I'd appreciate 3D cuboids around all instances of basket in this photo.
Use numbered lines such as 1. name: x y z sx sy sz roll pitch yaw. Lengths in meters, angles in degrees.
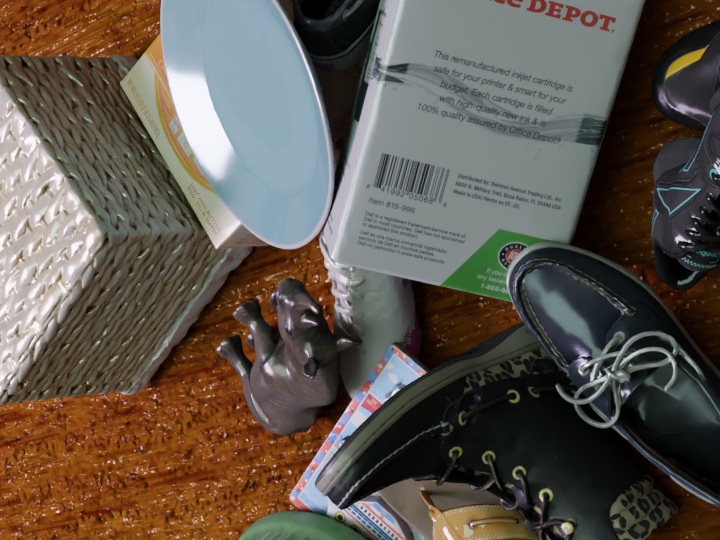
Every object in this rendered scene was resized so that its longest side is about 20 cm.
1. basket: -0.221 -0.033 1.112 0.199 0.160 0.200 52 120 21

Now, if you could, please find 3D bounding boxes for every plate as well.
1. plate: -0.068 -0.112 0.943 0.200 0.025 0.202 40 143 39

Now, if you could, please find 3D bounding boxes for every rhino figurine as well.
1. rhino figurine: -0.046 0.057 1.003 0.088 0.059 0.200 58 158 11

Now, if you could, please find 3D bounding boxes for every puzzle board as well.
1. puzzle board: 0.058 0.167 0.984 0.199 0.017 0.152 40 117 13

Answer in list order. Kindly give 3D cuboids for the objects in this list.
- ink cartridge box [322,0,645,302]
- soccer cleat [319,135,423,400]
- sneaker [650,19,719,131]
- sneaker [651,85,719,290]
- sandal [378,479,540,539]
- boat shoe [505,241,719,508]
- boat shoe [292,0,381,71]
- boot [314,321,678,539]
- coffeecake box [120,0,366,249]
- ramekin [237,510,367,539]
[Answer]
1. ink cartridge box: 0.070 -0.095 0.890 0.145 0.083 0.203 13 107 -10
2. soccer cleat: 0.000 0.000 0.993 0.069 0.086 0.203 12 102 35
3. sneaker: 0.240 -0.107 0.799 0.198 0.090 0.071 6 99 36
4. sneaker: 0.203 -0.041 0.783 0.074 0.200 0.080 17 78 0
5. sandal: 0.086 0.179 0.933 0.200 0.054 0.081 45 119 10
6. boat shoe: 0.162 0.064 0.855 0.075 0.062 0.200 -43 90 21
7. boat shoe: 0.010 -0.226 0.923 0.071 0.068 0.202 24 76 15
8. boot: 0.087 0.127 0.880 0.154 0.202 0.074 54 145 14
9. coffeecake box: -0.058 -0.137 1.030 0.200 0.073 0.155 -44 69 31
10. ramekin: -0.045 0.279 1.018 0.198 0.097 0.203 18 121 33
